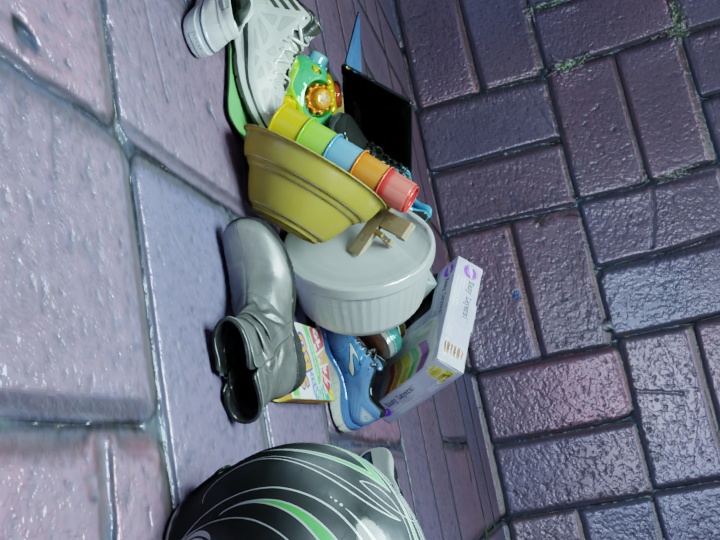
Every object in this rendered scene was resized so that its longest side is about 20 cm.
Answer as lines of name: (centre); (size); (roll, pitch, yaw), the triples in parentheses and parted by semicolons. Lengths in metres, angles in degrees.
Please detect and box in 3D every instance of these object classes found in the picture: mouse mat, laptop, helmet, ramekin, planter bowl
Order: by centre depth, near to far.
helmet: (-0.038, 0.236, 0.691); (0.200, 0.188, 0.202); (-15, 90, -79)
planter bowl: (-0.074, -0.089, 1.074); (0.084, 0.199, 0.200); (-60, 161, -4)
ramekin: (0.000, 0.000, 1.175); (0.203, 0.200, 0.095); (-89, 175, -53)
mouse mat: (-0.145, -0.220, 1.180); (0.161, 0.007, 0.202); (63, 18, -50)
laptop: (0.034, -0.238, 1.300); (0.199, 0.116, 0.188); (34, -31, 28)

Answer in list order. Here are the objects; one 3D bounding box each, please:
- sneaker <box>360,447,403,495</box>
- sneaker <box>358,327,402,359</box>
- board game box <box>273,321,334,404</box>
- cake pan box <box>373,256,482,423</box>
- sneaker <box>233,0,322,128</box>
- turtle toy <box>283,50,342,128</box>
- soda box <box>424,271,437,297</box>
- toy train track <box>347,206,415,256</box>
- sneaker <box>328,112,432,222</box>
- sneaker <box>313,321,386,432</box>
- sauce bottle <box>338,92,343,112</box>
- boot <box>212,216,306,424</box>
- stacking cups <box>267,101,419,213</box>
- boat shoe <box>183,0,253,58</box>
sneaker: (0.036, 0.343, 1.230); (0.200, 0.072, 0.113); (-79, 151, -68)
sneaker: (0.028, 0.067, 1.309); (0.200, 0.079, 0.072); (37, -31, 64)
board game box: (-0.076, 0.113, 1.083); (0.200, 0.030, 0.097); (28, 49, -72)
cake pan box: (0.094, 0.098, 1.281); (0.052, 0.184, 0.201); (32, 48, -17)
sneaker: (-0.102, -0.277, 1.147); (0.076, 0.114, 0.203); (29, 48, -76)
turtle toy: (-0.075, -0.233, 1.286); (0.201, 0.100, 0.147); (80, 3, -57)
soda box: (0.033, -0.037, 1.324); (0.068, 0.064, 0.201); (10, 42, -43)
toy train track: (0.006, -0.078, 1.166); (0.199, 0.115, 0.032); (31, -6, 46)
sneaker: (0.028, -0.140, 1.247); (0.201, 0.081, 0.073); (58, 31, -13)
sneaker: (-0.009, 0.118, 1.238); (0.079, 0.088, 0.203); (-20, 96, -80)
sauce bottle: (-0.071, -0.296, 1.489); (0.200, 0.065, 0.067); (20, 57, -76)
boot: (-0.111, 0.043, 0.898); (0.132, 0.069, 0.202); (-15, 87, -74)
stacking cups: (-0.020, -0.138, 1.093); (0.061, 0.199, 0.061); (-55, 166, -21)
boat shoe: (-0.159, -0.313, 1.066); (0.201, 0.066, 0.074); (-90, 163, -49)
